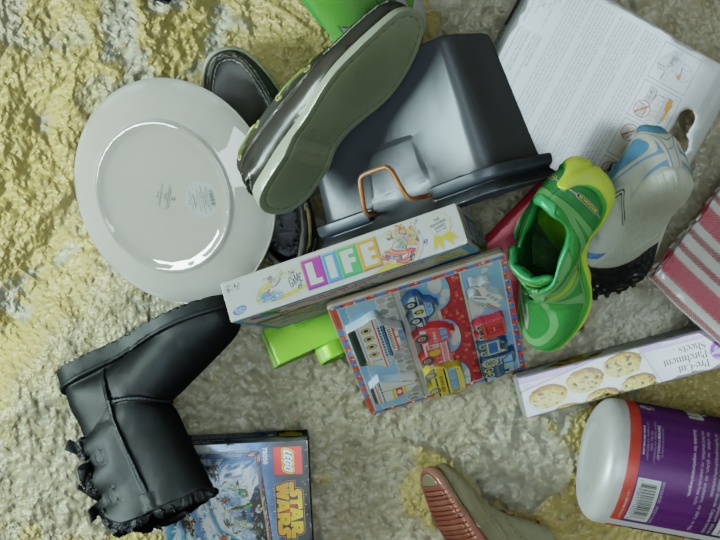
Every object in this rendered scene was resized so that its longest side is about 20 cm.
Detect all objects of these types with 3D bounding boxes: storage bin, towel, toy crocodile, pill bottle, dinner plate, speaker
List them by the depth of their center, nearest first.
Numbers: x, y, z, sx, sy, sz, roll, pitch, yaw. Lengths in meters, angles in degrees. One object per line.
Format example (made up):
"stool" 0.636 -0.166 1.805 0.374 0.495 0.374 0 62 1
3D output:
"speaker" -0.004 -0.231 1.141 0.088 0.200 0.089 -3 77 14
"storage bin" 0.041 -0.108 1.177 0.199 0.145 0.135 -19 89 34
"dinner plate" -0.166 -0.065 1.215 0.199 0.024 0.201 7 110 20
"toy crocodile" 0.003 0.029 1.259 0.200 0.062 0.068 -30 80 9
"towel" 0.365 -0.022 1.261 0.146 0.030 0.200 41 84 -9
"pill bottle" 0.301 0.185 1.266 0.199 0.112 0.113 11 99 -4

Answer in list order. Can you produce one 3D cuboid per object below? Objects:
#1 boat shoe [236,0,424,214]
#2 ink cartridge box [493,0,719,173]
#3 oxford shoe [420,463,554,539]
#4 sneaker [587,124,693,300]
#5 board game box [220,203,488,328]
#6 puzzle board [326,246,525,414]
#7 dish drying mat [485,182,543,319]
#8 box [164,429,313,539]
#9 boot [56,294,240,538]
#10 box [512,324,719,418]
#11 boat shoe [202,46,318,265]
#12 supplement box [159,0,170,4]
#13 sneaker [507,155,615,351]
"boat shoe" -0.030 -0.139 1.122 0.201 0.072 0.061 -50 53 17
"ink cartridge box" 0.205 -0.152 1.243 0.199 0.050 0.163 28 96 -8
"oxford shoe" 0.132 0.248 1.305 0.074 0.071 0.200 -40 98 -21
"sneaker" 0.222 -0.043 1.207 0.072 0.073 0.200 6 142 -17
"board game box" 0.000 0.000 1.162 0.199 0.134 0.034 -18 82 10
"puzzle board" 0.063 0.060 1.216 0.150 0.200 0.017 -18 56 1
"dish drying mat" 0.178 -0.044 1.274 0.077 0.018 0.200 43 97 -4
"box" -0.110 0.250 1.300 0.136 0.040 0.201 -2 99 0
"boot" -0.167 0.130 1.232 0.198 0.073 0.163 -26 73 12
"box" 0.238 0.089 1.284 0.199 0.039 0.042 -14 93 1
"boat shoe" -0.086 -0.097 1.227 0.071 0.061 0.202 -20 99 2
"supplement box" -0.185 -0.334 1.169 0.109 0.109 0.201 17 98 -4
"sneaker" 0.151 -0.007 1.171 0.083 0.074 0.201 -30 143 -29
